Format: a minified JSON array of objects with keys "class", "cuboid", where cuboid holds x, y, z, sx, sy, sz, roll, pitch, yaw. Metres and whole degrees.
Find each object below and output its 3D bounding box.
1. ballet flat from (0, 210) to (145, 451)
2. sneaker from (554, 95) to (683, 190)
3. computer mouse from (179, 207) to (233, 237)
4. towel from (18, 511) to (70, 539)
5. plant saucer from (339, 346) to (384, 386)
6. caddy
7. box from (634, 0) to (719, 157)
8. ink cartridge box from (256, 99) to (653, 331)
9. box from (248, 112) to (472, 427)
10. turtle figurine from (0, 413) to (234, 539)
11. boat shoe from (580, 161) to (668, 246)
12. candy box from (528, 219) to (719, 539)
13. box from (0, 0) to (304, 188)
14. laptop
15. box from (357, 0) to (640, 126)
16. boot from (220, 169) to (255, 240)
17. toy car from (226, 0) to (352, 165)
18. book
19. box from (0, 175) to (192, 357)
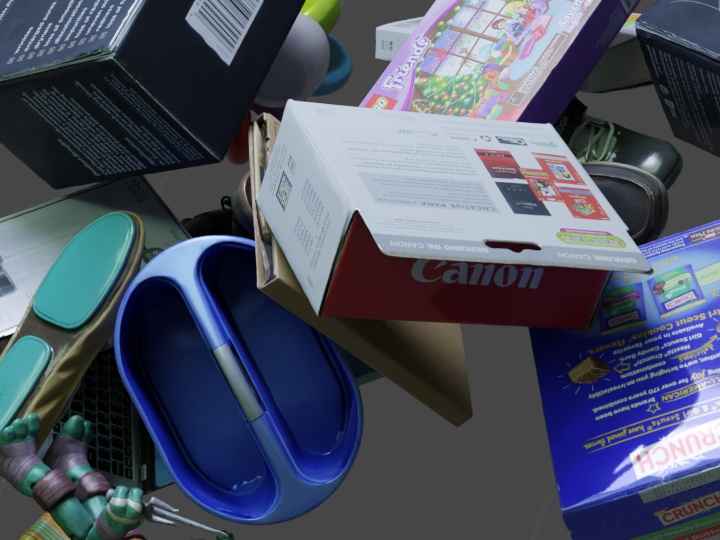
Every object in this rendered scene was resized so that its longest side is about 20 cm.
[{"class":"ballet flat","cuboid":[-0.207,0.050,1.434,0.068,0.063,0.201,29,79,35]},{"class":"sneaker","cuboid":[0.137,-0.094,1.523,0.199,0.089,0.074,6,52,31]},{"class":"computer mouse","cuboid":[-0.159,-0.033,1.652,0.199,0.034,0.059,0,30,31]},{"class":"towel","cuboid":[-0.219,0.230,1.379,0.086,0.018,0.200,39,46,5]},{"class":"plant saucer","cuboid":[-0.016,0.015,1.552,0.069,0.019,0.201,-20,44,10]},{"class":"caddy","cuboid":[-0.082,0.073,1.403,0.141,0.201,0.105,-28,1,0]},{"class":"box","cuboid":[0.338,-0.164,1.452,0.200,0.124,0.196,-43,43,-15]},{"class":"ink cartridge box","cuboid":[0.058,-0.022,1.309,0.199,0.084,0.176,4,33,-25]},{"class":"box","cuboid":[0.000,0.000,1.427,0.021,0.200,0.164,-34,39,25]},{"class":"turtle figurine","cuboid":[-0.153,0.178,1.365,0.200,0.150,0.101,41,85,22]},{"class":"boat shoe","cuboid":[0.122,-0.037,1.470,0.199,0.075,0.073,-3,6,36]},{"class":"candy box","cuboid":[0.202,0.076,1.332,0.168,0.077,0.201,-18,42,12]},{"class":"box","cuboid":[-0.158,-0.179,1.482,0.196,0.124,0.201,-4,51,45]},{"class":"laptop","cuboid":[-0.164,0.058,1.521,0.116,0.199,0.188,-52,30,33]},{"class":"box","cuboid":[0.098,-0.153,1.485,0.136,0.039,0.201,22,70,42]},{"class":"boot","cuboid":[-0.066,-0.031,1.500,0.096,0.200,0.075,-22,80,22]},{"class":"toy car","cuboid":[-0.095,-0.159,1.663,0.199,0.150,0.176,-26,39,10]},{"class":"book","cuboid":[0.129,-0.173,1.582,0.199,0.048,0.133,14,21,39]},{"class":"box","cuboid":[-0.225,0.010,1.517,0.199,0.060,0.117,-22,49,-25]}]
